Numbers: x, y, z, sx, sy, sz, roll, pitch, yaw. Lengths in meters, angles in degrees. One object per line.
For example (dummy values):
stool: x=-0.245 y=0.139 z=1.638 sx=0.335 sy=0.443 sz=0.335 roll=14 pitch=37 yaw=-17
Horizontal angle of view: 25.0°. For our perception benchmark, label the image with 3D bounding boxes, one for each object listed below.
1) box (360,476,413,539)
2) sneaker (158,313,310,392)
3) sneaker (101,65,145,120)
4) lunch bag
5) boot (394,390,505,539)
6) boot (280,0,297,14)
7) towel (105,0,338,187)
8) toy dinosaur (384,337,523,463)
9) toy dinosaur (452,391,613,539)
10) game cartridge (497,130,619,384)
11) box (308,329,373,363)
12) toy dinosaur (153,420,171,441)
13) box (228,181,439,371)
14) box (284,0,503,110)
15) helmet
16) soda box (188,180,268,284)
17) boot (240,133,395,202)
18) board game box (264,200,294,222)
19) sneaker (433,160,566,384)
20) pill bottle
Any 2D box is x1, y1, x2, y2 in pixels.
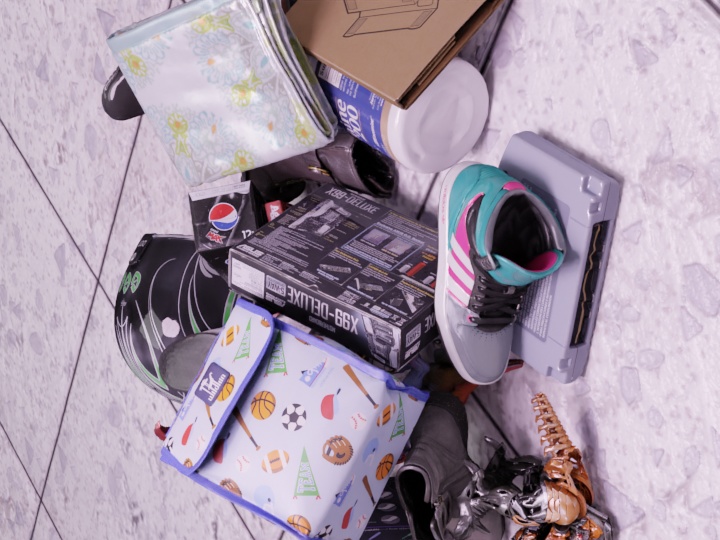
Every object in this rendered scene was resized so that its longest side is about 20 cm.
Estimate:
box: x=0.022 y=0.302 z=1.623 sx=0.200 sy=0.105 sz=0.123 roll=-108 pitch=17 yaw=-70
sneaker: x=-0.109 y=0.087 z=1.752 sx=0.200 sy=0.108 sz=0.068 roll=-19 pitch=80 yaw=17
sneaker: x=-0.162 y=-0.194 z=1.618 sx=0.089 sy=0.199 sz=0.074 roll=60 pitch=180 yaw=31
lunch bag: x=-0.071 y=0.134 z=1.454 sx=0.199 sy=0.124 sz=0.171 roll=26 pitch=86 yaw=29
boot: x=0.076 y=0.224 z=1.521 sx=0.067 sy=0.131 sz=0.201 roll=-7 pitch=125 yaw=22
boot: x=-0.083 y=-0.267 z=1.722 sx=0.200 sy=0.068 sz=0.189 roll=14 pitch=119 yaw=62
towel: x=-0.131 y=-0.174 z=1.536 sx=0.199 sy=0.048 sz=0.172 roll=-13 pitch=111 yaw=36
toy dinosaur: x=0.060 y=0.139 z=1.595 sx=0.199 sy=0.105 sz=0.182 roll=27 pitch=142 yaw=36
toy dinosaur: x=0.168 y=0.207 z=1.483 sx=0.135 sy=0.102 sz=0.201 roll=7 pitch=94 yaw=29
game cartridge: x=0.161 y=-0.016 z=1.449 sx=0.133 sy=0.040 sz=0.201 roll=35 pitch=128 yaw=41
box: x=-0.040 y=0.126 z=1.634 sx=0.049 sy=0.200 sz=0.162 roll=23 pitch=137 yaw=12
toy dinosaur: x=-0.093 y=0.173 z=1.753 sx=0.180 sy=0.200 sz=0.106 roll=5 pitch=114 yaw=23
box: x=0.000 y=0.000 z=1.527 sx=0.199 sy=0.158 sz=0.050 roll=24 pitch=130 yaw=27
box: x=0.031 y=-0.243 z=1.480 sx=0.200 sy=0.164 sz=0.021 roll=36 pitch=173 yaw=45
helmet: x=-0.182 y=0.061 z=1.856 sx=0.200 sy=0.199 sz=0.192 roll=-1 pitch=83 yaw=56
soda box: x=-0.121 y=-0.033 z=1.681 sx=0.200 sy=0.070 sz=0.064 roll=60 pitch=-161 yaw=-77
boot: x=-0.044 y=-0.101 z=1.667 sx=0.173 sy=0.200 sz=0.070 roll=16 pitch=77 yaw=23
board game box: x=-0.070 y=-0.018 z=1.698 sx=0.200 sy=0.019 sz=0.104 roll=-14 pitch=-88 yaw=-87
sneaker: x=0.126 y=0.009 z=1.412 sx=0.121 sy=0.083 sz=0.201 roll=17 pitch=113 yaw=63
pill bottle: x=0.019 y=-0.176 z=1.534 sx=0.200 sy=0.111 sz=0.112 roll=36 pitch=129 yaw=45
